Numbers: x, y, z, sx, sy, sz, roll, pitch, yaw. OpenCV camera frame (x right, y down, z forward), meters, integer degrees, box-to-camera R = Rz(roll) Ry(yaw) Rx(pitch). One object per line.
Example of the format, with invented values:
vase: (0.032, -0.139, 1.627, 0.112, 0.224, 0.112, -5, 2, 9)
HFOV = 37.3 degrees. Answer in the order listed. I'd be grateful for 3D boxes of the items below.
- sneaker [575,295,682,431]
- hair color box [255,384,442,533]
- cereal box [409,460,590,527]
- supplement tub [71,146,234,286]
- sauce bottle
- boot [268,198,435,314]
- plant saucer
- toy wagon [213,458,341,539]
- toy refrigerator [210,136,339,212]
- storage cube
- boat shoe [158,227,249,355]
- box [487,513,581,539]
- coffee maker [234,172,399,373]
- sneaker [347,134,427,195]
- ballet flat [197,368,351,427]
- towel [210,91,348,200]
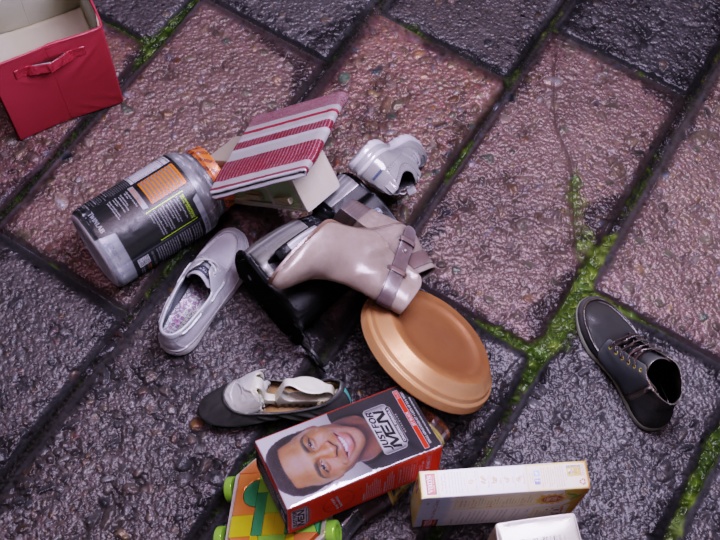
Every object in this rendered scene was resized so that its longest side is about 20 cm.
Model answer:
sneaker: (0.356, 0.103, 1.393, 0.075, 0.106, 0.200, -24, 67, -13)
hair color box: (-0.014, 0.220, 1.264, 0.199, 0.061, 0.102, -20, 54, -18)
cereal box: (0.163, 0.270, 1.284, 0.199, 0.144, 0.040, -2, 64, -4)
supplement tub: (-0.279, -0.078, 1.452, 0.200, 0.123, 0.123, -34, 69, -17)
sauce bottle: (0.030, 0.258, 1.332, 0.066, 0.066, 0.200, 37, 72, 15)
boot: (0.000, 0.000, 1.317, 0.146, 0.070, 0.200, 42, 56, 5)
plant saucer: (0.092, 0.093, 1.362, 0.200, 0.037, 0.201, 28, 31, -19)
toy wagon: (-0.095, 0.271, 1.305, 0.154, 0.040, 0.201, -7, 49, 15)
toy refrigerator: (-0.124, -0.131, 1.444, 0.070, 0.076, 0.200, -42, 30, -27)
storage cube: (-0.462, -0.331, 1.539, 0.170, 0.180, 0.200, -24, 66, -13)
boat shoe: (-0.214, 0.017, 1.437, 0.072, 0.069, 0.200, 29, 67, 12)
box: (0.191, 0.343, 1.217, 0.094, 0.200, 0.078, -6, 64, -6)
coffee maker: (-0.039, -0.003, 1.434, 0.200, 0.135, 0.193, -37, 108, -17)
sneaker: (0.049, -0.133, 1.476, 0.082, 0.200, 0.075, 49, 115, 9)
ballet flat: (-0.111, 0.158, 1.371, 0.199, 0.069, 0.068, -2, 48, -3)
towel: (-0.101, -0.160, 1.367, 0.143, 0.023, 0.200, -12, 32, 24)
